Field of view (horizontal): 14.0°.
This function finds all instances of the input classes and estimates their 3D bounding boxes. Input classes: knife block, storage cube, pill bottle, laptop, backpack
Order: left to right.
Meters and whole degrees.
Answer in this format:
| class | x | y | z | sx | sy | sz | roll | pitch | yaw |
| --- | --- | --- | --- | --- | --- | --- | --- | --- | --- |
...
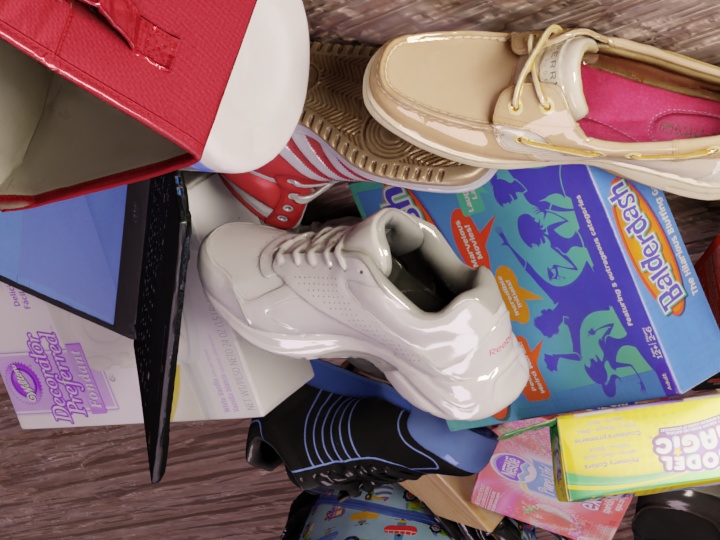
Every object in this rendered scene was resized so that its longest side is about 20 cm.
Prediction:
| class | x | y | z | sx | sy | sz | roll | pitch | yaw |
| --- | --- | --- | --- | --- | --- | --- | --- | --- | --- |
| storage cube | -0.151 | -0.152 | 1.311 | 0.171 | 0.181 | 0.200 | 31 | 155 | -29 |
| laptop | -0.158 | -0.014 | 1.614 | 0.103 | 0.200 | 0.178 | 1 | 127 | -10 |
| pill bottle | -0.136 | -0.110 | 1.493 | 0.199 | 0.114 | 0.114 | 5 | 155 | 32 |
| backpack | 0.043 | 0.195 | 2.050 | 0.182 | 0.135 | 0.200 | 22 | 163 | -5 |
| knife block | 0.074 | 0.122 | 1.882 | 0.175 | 0.064 | 0.200 | 35 | 163 | 16 |

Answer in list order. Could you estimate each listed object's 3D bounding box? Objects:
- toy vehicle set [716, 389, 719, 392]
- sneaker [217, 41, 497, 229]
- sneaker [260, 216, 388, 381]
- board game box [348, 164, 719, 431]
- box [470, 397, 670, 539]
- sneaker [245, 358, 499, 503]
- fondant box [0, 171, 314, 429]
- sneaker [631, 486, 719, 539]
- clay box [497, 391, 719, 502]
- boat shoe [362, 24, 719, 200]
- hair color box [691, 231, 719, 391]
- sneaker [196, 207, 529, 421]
| class | x | y | z | sx | sy | sz | roll | pitch | yaw |
| --- | --- | --- | --- | --- | --- | --- | --- | --- | --- |
| toy vehicle set | 0.293 | 0.088 | 1.739 | 0.124 | 0.027 | 0.200 | 2 | 153 | 38 |
| sneaker | -0.006 | -0.065 | 1.554 | 0.199 | 0.071 | 0.113 | 17 | 157 | 26 |
| sneaker | -0.031 | -0.008 | 1.747 | 0.199 | 0.075 | 0.100 | 20 | 138 | 2 |
| board game box | 0.091 | 0.000 | 1.551 | 0.200 | 0.045 | 0.153 | -15 | 100 | 55 |
| box | 0.131 | 0.083 | 1.760 | 0.094 | 0.103 | 0.200 | 17 | 160 | 3 |
| sneaker | 0.004 | 0.104 | 1.734 | 0.070 | 0.078 | 0.200 | 23 | 177 | -36 |
| fondant box | -0.138 | 0.016 | 1.730 | 0.199 | 0.058 | 0.145 | -5 | 112 | 40 |
| sneaker | 0.215 | 0.209 | 1.993 | 0.074 | 0.107 | 0.200 | 14 | 159 | 13 |
| clay box | 0.172 | 0.089 | 1.515 | 0.199 | 0.048 | 0.115 | -9 | 175 | 1 |
| boat shoe | 0.101 | -0.088 | 1.416 | 0.199 | 0.074 | 0.069 | 9 | 156 | 0 |
| hair color box | 0.234 | 0.002 | 1.486 | 0.101 | 0.062 | 0.200 | -4 | 161 | -10 |
| sneaker | 0.000 | 0.000 | 1.544 | 0.199 | 0.078 | 0.100 | 18 | 135 | 25 |
